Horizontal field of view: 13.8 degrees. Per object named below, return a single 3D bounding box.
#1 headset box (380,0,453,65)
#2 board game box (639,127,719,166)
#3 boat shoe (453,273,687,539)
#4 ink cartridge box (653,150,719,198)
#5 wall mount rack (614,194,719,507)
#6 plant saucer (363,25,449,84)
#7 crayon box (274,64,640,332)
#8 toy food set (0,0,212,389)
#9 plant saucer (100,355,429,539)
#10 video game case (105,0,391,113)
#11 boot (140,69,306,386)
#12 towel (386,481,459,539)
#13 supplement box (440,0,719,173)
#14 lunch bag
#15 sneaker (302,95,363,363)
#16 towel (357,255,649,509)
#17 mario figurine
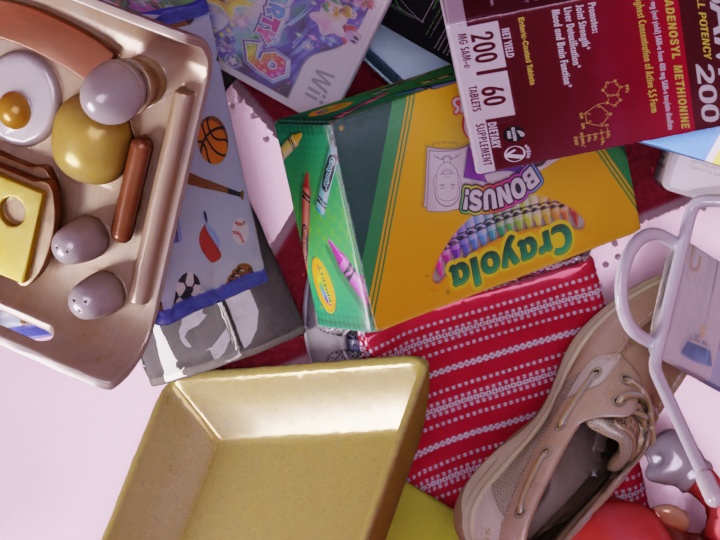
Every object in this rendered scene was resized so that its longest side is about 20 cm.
[{"bbox_3d":[0.013,-0.243,1.645,0.200,0.093,0.174,30,56,0],"label":"headset box"},{"bbox_3d":[0.231,-0.124,1.630,0.199,0.040,0.153,16,94,2],"label":"board game box"},{"bbox_3d":[0.136,0.087,1.656,0.200,0.065,0.072,-47,122,-17],"label":"boat shoe"},{"bbox_3d":[0.264,-0.123,1.691,0.147,0.086,0.201,17,93,1],"label":"ink cartridge box"},{"bbox_3d":[0.214,0.058,1.645,0.074,0.200,0.174,3,74,40],"label":"wall mount rack"},{"bbox_3d":[0.009,-0.162,1.729,0.200,0.019,0.070,43,94,-1],"label":"plant saucer"},{"bbox_3d":[0.056,-0.052,1.657,0.200,0.058,0.119,-21,105,-33],"label":"crayon box"},{"bbox_3d":[-0.166,-0.054,1.542,0.143,0.060,0.200,22,111,19],"label":"toy food set"},{"bbox_3d":[-0.055,0.148,1.660,0.048,0.200,0.200,46,52,-37],"label":"plant saucer"},{"bbox_3d":[-0.081,-0.174,1.615,0.200,0.018,0.143,29,137,1],"label":"video game case"},{"bbox_3d":[-0.078,-0.053,1.711,0.181,0.073,0.200,-24,86,17],"label":"boot"},{"bbox_3d":[0.062,0.190,1.721,0.200,0.018,0.086,32,98,-17],"label":"towel"},{"bbox_3d":[0.147,-0.125,1.557,0.199,0.061,0.109,-12,134,3],"label":"supplement box"},{"bbox_3d":[-0.174,-0.050,1.650,0.200,0.124,0.171,-4,100,36],"label":"lunch bag"},{"bbox_3d":[0.000,0.000,1.707,0.075,0.082,0.201,-5,94,2],"label":"sneaker"},{"bbox_3d":[0.086,0.100,1.708,0.144,0.022,0.200,-15,113,-2],"label":"towel"},{"bbox_3d":[0.197,0.168,1.713,0.200,0.106,0.124,13,57,-21],"label":"mario figurine"}]
